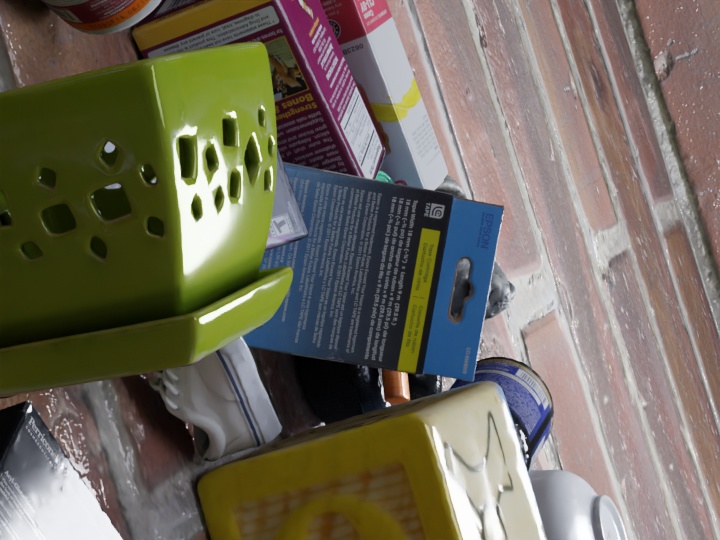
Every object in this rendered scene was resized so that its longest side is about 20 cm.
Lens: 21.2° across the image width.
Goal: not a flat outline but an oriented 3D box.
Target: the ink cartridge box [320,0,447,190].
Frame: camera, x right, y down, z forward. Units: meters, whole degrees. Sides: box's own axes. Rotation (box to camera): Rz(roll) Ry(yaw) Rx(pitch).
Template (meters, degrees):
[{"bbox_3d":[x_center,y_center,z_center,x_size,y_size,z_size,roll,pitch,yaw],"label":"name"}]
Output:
[{"bbox_3d":[-0.026,-0.143,1.690,0.202,0.144,0.083,68,22,-12],"label":"ink cartridge box"}]

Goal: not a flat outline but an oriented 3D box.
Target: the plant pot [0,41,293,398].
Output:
[{"bbox_3d":[-0.159,-0.031,1.198,0.199,0.198,0.183,-30,110,-70],"label":"plant pot"}]

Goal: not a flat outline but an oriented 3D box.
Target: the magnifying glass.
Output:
[{"bbox_3d":[0.023,0.012,1.600,0.079,0.022,0.202,32,50,-57],"label":"magnifying glass"}]

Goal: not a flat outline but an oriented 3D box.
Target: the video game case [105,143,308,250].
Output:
[{"bbox_3d":[-0.136,-0.070,1.393,0.199,0.019,0.144,-17,86,-44],"label":"video game case"}]

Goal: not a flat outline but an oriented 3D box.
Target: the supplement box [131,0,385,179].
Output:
[{"bbox_3d":[-0.079,-0.146,1.576,0.103,0.130,0.201,-69,138,-61],"label":"supplement box"}]

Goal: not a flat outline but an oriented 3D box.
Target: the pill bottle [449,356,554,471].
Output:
[{"bbox_3d":[0.119,0.164,1.871,0.113,0.111,0.200,70,20,-8],"label":"pill bottle"}]

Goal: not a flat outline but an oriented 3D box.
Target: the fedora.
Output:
[{"bbox_3d":[-0.001,0.066,1.662,0.201,0.091,0.202,44,39,-52],"label":"fedora"}]

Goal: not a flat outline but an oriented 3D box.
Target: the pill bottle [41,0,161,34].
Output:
[{"bbox_3d":[-0.218,-0.256,1.332,0.200,0.109,0.111,41,37,-55],"label":"pill bottle"}]

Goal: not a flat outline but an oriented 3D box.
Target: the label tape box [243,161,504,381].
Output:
[{"bbox_3d":[0.000,0.000,1.514,0.063,0.198,0.146,-162,-98,-78],"label":"label tape box"}]

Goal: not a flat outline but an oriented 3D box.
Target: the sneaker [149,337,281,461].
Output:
[{"bbox_3d":[-0.115,0.069,1.360,0.073,0.070,0.201,50,-13,47],"label":"sneaker"}]

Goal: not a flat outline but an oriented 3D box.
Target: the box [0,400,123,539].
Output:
[{"bbox_3d":[-0.188,0.200,1.095,0.201,0.078,0.142,61,26,-27],"label":"box"}]

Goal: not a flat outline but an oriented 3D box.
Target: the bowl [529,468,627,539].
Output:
[{"bbox_3d":[0.239,0.303,2.104,0.201,0.090,0.203,51,30,-44],"label":"bowl"}]

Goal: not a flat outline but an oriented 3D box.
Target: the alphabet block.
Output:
[{"bbox_3d":[0.020,0.207,1.461,0.200,0.195,0.197,-10,81,-69],"label":"alphabet block"}]

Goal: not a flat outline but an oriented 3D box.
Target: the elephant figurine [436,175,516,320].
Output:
[{"bbox_3d":[0.056,-0.028,1.860,0.201,0.141,0.155,57,-8,1],"label":"elephant figurine"}]
